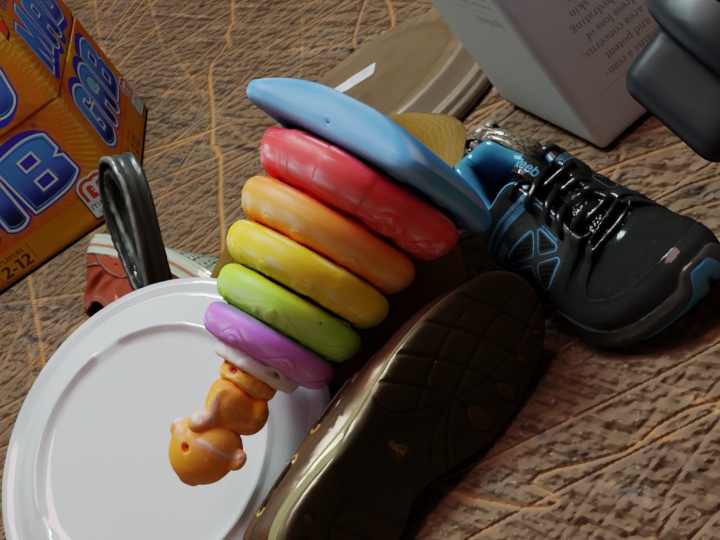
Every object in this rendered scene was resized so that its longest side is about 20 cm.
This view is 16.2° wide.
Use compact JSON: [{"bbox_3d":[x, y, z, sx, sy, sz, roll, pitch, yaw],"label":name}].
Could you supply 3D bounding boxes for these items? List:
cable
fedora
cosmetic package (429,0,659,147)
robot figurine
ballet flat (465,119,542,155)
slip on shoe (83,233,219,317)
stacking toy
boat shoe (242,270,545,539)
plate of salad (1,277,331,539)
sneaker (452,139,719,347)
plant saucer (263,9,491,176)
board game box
[{"bbox_3d":[-0.116,0.039,1.378,0.050,0.200,0.097,-18,16,-15],"label":"cable"},{"bbox_3d":[0.000,0.000,1.395,0.201,0.082,0.201,-32,27,18],"label":"fedora"},{"bbox_3d":[0.118,-0.208,1.464,0.167,0.200,0.166,-40,21,-5],"label":"cosmetic package"},{"bbox_3d":[0.222,-0.143,1.237,0.200,0.125,0.150,-52,13,13],"label":"robot figurine"},{"bbox_3d":[0.036,-0.056,1.501,0.200,0.046,0.067,-7,36,54],"label":"ballet flat"},{"bbox_3d":[-0.116,0.017,1.591,0.200,0.074,0.061,9,85,55],"label":"slip on shoe"},{"bbox_3d":[-0.034,0.018,1.241,0.116,0.110,0.200,27,86,29],"label":"stacking toy"},{"bbox_3d":[0.012,0.075,1.231,0.200,0.072,0.068,-50,25,-21],"label":"boat shoe"},{"bbox_3d":[-0.098,0.100,1.316,0.200,0.048,0.200,-12,65,26],"label":"plate of salad"},{"bbox_3d":[0.106,-0.017,1.254,0.073,0.082,0.200,-42,22,-16],"label":"sneaker"},{"bbox_3d":[0.010,-0.111,1.685,0.200,0.029,0.200,-34,21,15],"label":"plant saucer"},{"bbox_3d":[-0.307,-0.114,1.972,0.200,0.200,0.200,-33,21,11],"label":"board game box"}]
